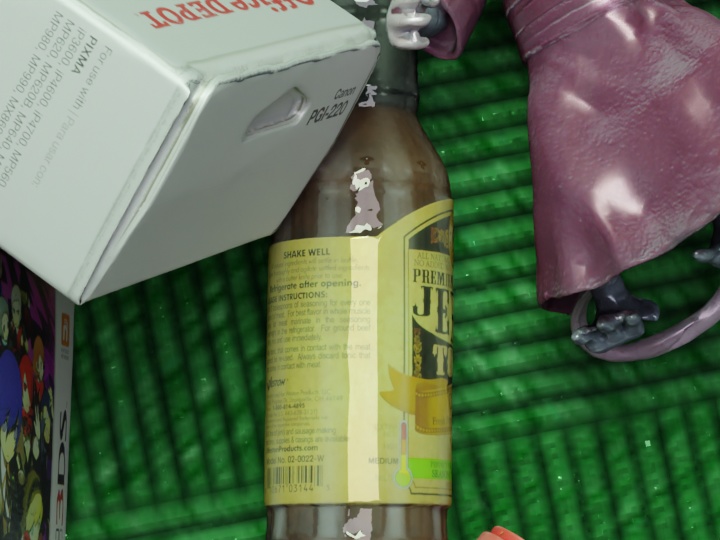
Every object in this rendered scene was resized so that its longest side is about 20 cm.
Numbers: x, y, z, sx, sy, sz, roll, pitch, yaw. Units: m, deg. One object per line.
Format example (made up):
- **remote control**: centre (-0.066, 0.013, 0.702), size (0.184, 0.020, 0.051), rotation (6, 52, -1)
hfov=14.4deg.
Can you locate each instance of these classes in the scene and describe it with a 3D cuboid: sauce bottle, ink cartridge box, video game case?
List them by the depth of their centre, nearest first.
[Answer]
- **video game case**: centre (-0.130, 0.077, 0.867), size (0.036, 0.200, 0.182), rotation (0, 83, 9)
- **ink cartridge box**: centre (-0.112, -0.087, 0.887), size (0.200, 0.146, 0.085), rotation (34, 111, 14)
- **sauce bottle**: centre (0.000, 0.000, 0.957), size (0.065, 0.065, 0.200), rotation (1, 85, -6)

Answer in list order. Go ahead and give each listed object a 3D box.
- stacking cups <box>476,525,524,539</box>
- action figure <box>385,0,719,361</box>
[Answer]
- **stacking cups**: centre (-0.004, 0.171, 0.942), size (0.060, 0.061, 0.200), rotation (36, 80, -1)
- **action figure**: centre (0.085, -0.085, 0.942), size (0.134, 0.149, 0.200), rotation (-24, 73, 10)
